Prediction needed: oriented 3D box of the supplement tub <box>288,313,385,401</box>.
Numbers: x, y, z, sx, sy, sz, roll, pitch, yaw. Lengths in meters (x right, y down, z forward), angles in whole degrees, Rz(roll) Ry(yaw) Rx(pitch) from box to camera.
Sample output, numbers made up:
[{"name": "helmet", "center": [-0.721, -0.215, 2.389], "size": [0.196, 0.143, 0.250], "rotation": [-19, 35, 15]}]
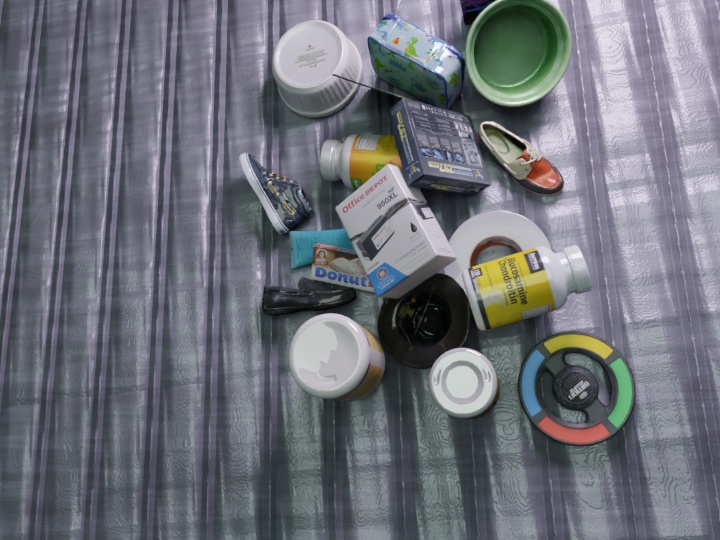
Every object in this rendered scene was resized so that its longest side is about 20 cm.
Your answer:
[{"name": "supplement tub", "center": [-0.035, 0.164, 1.162], "size": [0.144, 0.200, 0.147], "rotation": [-3, 76, 13]}]

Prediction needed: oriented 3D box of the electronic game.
[{"name": "electronic game", "center": [0.381, 0.208, 1.129], "size": [0.198, 0.042, 0.202], "rotation": [-3, 76, 13]}]

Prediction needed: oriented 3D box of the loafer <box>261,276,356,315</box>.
[{"name": "loafer", "center": [-0.106, 0.047, 1.277], "size": [0.199, 0.068, 0.071], "rotation": [-7, 85, 16]}]

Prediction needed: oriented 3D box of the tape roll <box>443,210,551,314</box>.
[{"name": "tape roll", "center": [0.259, -0.007, 1.199], "size": [0.199, 0.066, 0.202], "rotation": [-4, 75, 14]}]

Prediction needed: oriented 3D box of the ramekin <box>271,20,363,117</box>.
[{"name": "ramekin", "center": [-0.100, -0.444, 1.379], "size": [0.201, 0.094, 0.204], "rotation": [-3, 76, 13]}]

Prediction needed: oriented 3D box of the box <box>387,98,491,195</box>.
[{"name": "box", "center": [0.153, -0.232, 1.215], "size": [0.051, 0.199, 0.159], "rotation": [-31, 68, 44]}]

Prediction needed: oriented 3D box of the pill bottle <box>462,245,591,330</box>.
[{"name": "pill bottle", "center": [0.283, 0.024, 1.092], "size": [0.199, 0.112, 0.113], "rotation": [-18, 73, 10]}]

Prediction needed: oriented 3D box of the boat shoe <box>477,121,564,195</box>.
[{"name": "boat shoe", "center": [0.310, -0.219, 1.238], "size": [0.200, 0.063, 0.071], "rotation": [42, 88, 18]}]

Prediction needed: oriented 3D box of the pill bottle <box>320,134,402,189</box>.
[{"name": "pill bottle", "center": [0.024, -0.216, 1.284], "size": [0.198, 0.111, 0.112], "rotation": [7, 79, 16]}]

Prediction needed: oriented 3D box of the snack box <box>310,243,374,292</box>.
[{"name": "snack box", "center": [0.000, 0.000, 1.266], "size": [0.198, 0.024, 0.072], "rotation": [12, 111, 14]}]

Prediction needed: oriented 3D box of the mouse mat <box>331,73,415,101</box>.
[{"name": "mouse mat", "center": [0.048, -0.357, 1.272], "size": [0.160, 0.200, 0.008], "rotation": [23, 105, 18]}]

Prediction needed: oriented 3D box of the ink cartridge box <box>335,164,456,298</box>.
[{"name": "ink cartridge box", "center": [0.061, -0.070, 1.174], "size": [0.144, 0.084, 0.201], "rotation": [-36, 68, 26]}]

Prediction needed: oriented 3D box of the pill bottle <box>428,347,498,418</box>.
[{"name": "pill bottle", "center": [0.184, 0.199, 1.098], "size": [0.110, 0.200, 0.112], "rotation": [-3, 77, 14]}]

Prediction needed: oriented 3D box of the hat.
[{"name": "hat", "center": [0.132, 0.099, 1.192], "size": [0.200, 0.081, 0.202], "rotation": [-17, 61, 34]}]

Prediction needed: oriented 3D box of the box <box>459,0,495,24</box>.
[{"name": "box", "center": [0.268, -0.541, 1.254], "size": [0.142, 0.200, 0.036], "rotation": [-4, 93, 14]}]

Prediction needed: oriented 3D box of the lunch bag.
[{"name": "lunch bag", "center": [0.112, -0.414, 1.285], "size": [0.199, 0.161, 0.083], "rotation": [34, 82, 17]}]

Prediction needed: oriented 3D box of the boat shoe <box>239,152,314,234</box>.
[{"name": "boat shoe", "center": [-0.177, -0.180, 1.354], "size": [0.091, 0.071, 0.201], "rotation": [-31, 78, 4]}]

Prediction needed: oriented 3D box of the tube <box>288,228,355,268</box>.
[{"name": "tube", "center": [-0.053, -0.053, 1.302], "size": [0.198, 0.050, 0.078], "rotation": [-6, 80, 17]}]

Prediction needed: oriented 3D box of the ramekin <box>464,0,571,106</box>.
[{"name": "ramekin", "center": [0.295, -0.426, 1.229], "size": [0.198, 0.098, 0.201], "rotation": [1, 114, 1]}]
